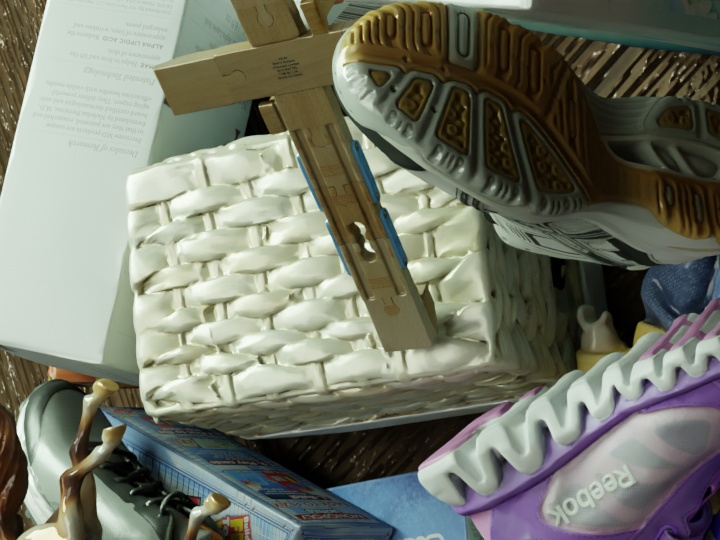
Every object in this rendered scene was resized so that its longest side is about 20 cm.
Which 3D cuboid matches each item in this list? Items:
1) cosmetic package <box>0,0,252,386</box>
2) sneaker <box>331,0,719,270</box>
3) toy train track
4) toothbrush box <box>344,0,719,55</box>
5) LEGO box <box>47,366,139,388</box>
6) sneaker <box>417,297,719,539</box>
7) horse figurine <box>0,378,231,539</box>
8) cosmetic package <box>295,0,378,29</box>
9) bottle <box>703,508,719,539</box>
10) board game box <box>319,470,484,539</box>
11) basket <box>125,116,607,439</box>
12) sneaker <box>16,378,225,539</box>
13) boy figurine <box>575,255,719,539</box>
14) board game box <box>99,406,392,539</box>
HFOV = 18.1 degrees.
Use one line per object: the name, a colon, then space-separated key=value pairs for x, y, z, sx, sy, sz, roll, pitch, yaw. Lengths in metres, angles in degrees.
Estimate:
cosmetic package: x=-0.119 y=-0.047 z=1.131 sx=0.081 sy=0.113 sz=0.202 roll=8 pitch=84 yaw=20
sneaker: x=0.063 y=-0.038 z=0.874 sx=0.087 sy=0.199 sz=0.076 roll=-26 pitch=51 yaw=52
toy train track: x=-0.010 y=-0.055 z=0.918 sx=0.114 sy=0.033 sz=0.201 roll=-8 pitch=123 yaw=25
toothbrush box: x=0.097 y=-0.138 z=0.925 sx=0.146 sy=0.199 sz=0.086 roll=13 pitch=98 yaw=52
LEGO box: x=-0.138 y=-0.035 z=1.269 sx=0.149 sy=0.077 sz=0.202 roll=152 pitch=117 yaw=-81
sneaker: x=0.121 y=0.073 z=0.909 sx=0.199 sy=0.080 sz=0.089 roll=-30 pitch=89 yaw=33
horse figurine: x=-0.111 y=0.139 z=1.043 sx=0.200 sy=0.050 sz=0.133 roll=36 pitch=110 yaw=23
cosmetic package: x=-0.021 y=-0.214 z=1.183 sx=0.102 sy=0.074 sz=0.201 roll=-43 pitch=55 yaw=42
bottle: x=0.177 y=0.127 z=0.918 sx=0.083 sy=0.065 sz=0.201 roll=40 pitch=119 yaw=39
board game box: x=0.011 y=0.208 z=1.144 sx=0.199 sy=0.043 sz=0.201 roll=-18 pitch=73 yaw=51
basket: x=0.000 y=0.000 z=1.049 sx=0.199 sy=0.123 sz=0.137 roll=-10 pitch=80 yaw=25
sneaker: x=-0.107 y=0.129 z=1.122 sx=0.079 sy=0.074 sz=0.201 roll=-50 pitch=56 yaw=25
boy figurine: x=0.135 y=0.055 z=0.979 sx=0.124 sy=0.064 sz=0.201 roll=30 pitch=109 yaw=42
board game box: x=-0.069 y=0.175 z=1.165 sx=0.199 sy=0.061 sz=0.202 roll=-1 pitch=86 yaw=53
